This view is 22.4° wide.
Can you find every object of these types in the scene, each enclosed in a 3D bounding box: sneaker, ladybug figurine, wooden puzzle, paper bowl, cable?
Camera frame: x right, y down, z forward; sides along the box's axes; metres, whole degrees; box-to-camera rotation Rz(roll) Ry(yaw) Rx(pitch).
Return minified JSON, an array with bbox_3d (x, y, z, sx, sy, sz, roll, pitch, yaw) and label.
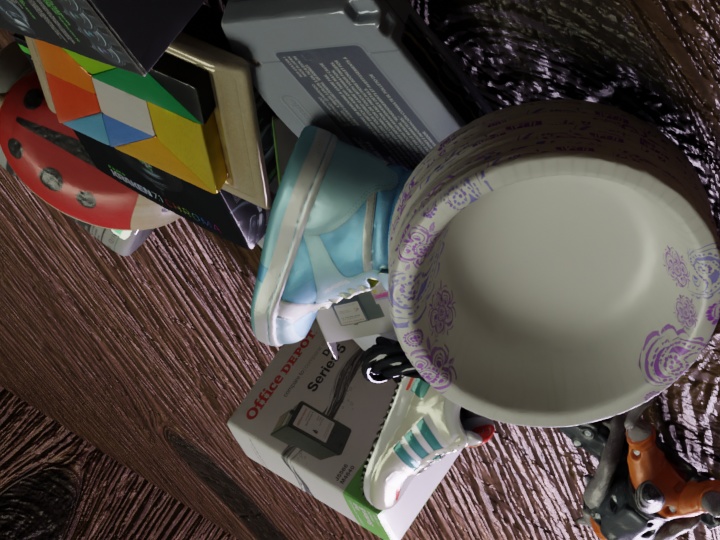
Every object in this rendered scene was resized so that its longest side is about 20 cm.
[{"bbox_3d":[0.000,0.000,1.211,0.130,0.080,0.201,18,144,2],"label":"sneaker"},{"bbox_3d":[-0.231,-0.106,1.571,0.199,0.137,0.072,21,-169,4],"label":"ladybug figurine"},{"bbox_3d":[0.068,0.153,1.657,0.093,0.070,0.201,27,120,12],"label":"sneaker"},{"bbox_3d":[-0.150,-0.117,1.210,0.184,0.037,0.200,24,160,15],"label":"wooden puzzle"},{"bbox_3d":[0.116,-0.012,1.101,0.201,0.200,0.105,45,-155,-25],"label":"paper bowl"},{"bbox_3d":[0.083,0.078,1.446,0.162,0.051,0.200,3,-174,5],"label":"cable"}]

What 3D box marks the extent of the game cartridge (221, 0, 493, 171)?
[{"bbox_3d":[0.005,-0.111,1.146,0.132,0.041,0.200,-4,146,34],"label":"game cartridge"}]

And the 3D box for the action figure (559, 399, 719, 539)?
[{"bbox_3d":[0.212,0.165,1.480,0.199,0.105,0.194,33,153,6],"label":"action figure"}]

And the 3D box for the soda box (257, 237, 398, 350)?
[{"bbox_3d":[-0.026,-0.014,1.542,0.200,0.064,0.068,46,161,-25],"label":"soda box"}]

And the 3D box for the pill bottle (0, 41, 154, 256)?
[{"bbox_3d":[-0.262,-0.114,1.668,0.199,0.113,0.113,36,163,1],"label":"pill bottle"}]

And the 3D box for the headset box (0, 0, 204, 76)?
[{"bbox_3d":[-0.149,-0.221,1.055,0.199,0.175,0.093,23,159,41],"label":"headset box"}]

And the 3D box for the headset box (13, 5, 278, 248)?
[{"bbox_3d":[-0.150,-0.134,1.401,0.173,0.093,0.200,28,160,27],"label":"headset box"}]

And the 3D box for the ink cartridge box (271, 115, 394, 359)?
[{"bbox_3d":[-0.012,-0.024,1.386,0.067,0.118,0.200,-10,152,5],"label":"ink cartridge box"}]

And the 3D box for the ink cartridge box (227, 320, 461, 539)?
[{"bbox_3d":[-0.011,0.157,1.820,0.199,0.146,0.084,27,161,28],"label":"ink cartridge box"}]
